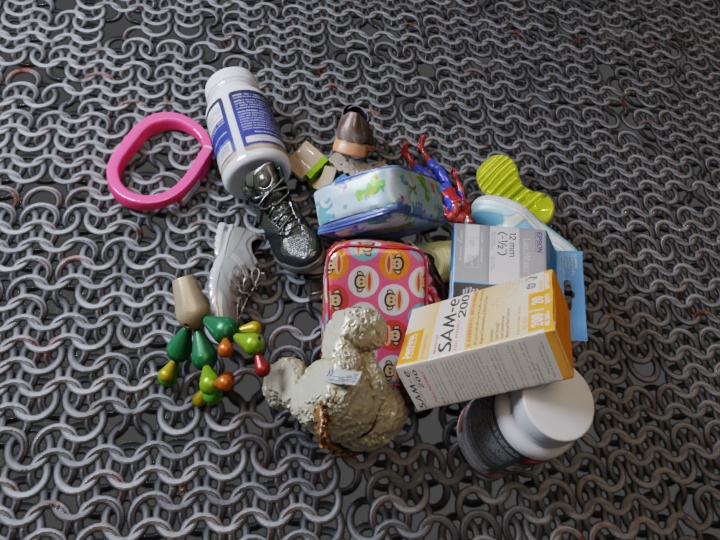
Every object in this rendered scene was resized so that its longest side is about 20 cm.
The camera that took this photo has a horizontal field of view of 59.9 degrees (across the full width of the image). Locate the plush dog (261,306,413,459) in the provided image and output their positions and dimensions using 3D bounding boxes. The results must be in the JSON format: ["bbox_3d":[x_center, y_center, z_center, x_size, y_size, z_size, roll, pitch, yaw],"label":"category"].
[{"bbox_3d":[-0.007,0.170,0.797,0.171,0.199,0.162,35,24,-38],"label":"plush dog"}]

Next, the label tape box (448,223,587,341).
[{"bbox_3d":[0.224,0.016,0.883,0.194,0.066,0.147,4,65,8],"label":"label tape box"}]

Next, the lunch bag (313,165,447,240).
[{"bbox_3d":[0.031,-0.093,0.943,0.157,0.199,0.085,-12,84,29],"label":"lunch bag"}]

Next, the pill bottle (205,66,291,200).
[{"bbox_3d":[-0.192,-0.230,1.034,0.113,0.116,0.204,-11,63,-18],"label":"pill bottle"}]

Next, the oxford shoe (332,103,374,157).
[{"bbox_3d":[-0.004,-0.241,1.056,0.069,0.075,0.201,11,18,-3],"label":"oxford shoe"}]

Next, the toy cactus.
[{"bbox_3d":[-0.199,0.088,0.814,0.101,0.198,0.169,-13,84,-46],"label":"toy cactus"}]

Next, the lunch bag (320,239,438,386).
[{"bbox_3d":[0.032,0.059,0.882,0.171,0.082,0.206,2,96,-6],"label":"lunch bag"}]

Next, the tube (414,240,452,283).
[{"bbox_3d":[0.188,-0.026,1.040,0.195,0.053,0.058,-12,35,-14],"label":"tube"}]

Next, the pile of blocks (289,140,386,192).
[{"bbox_3d":[-0.031,-0.150,1.055,0.195,0.062,0.084,16,69,12],"label":"pile of blocks"}]

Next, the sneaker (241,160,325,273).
[{"bbox_3d":[-0.121,-0.083,0.924,0.075,0.115,0.201,-29,49,-6],"label":"sneaker"}]

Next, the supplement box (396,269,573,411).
[{"bbox_3d":[0.152,0.085,0.766,0.075,0.196,0.127,60,27,-22],"label":"supplement box"}]

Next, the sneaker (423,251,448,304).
[{"bbox_3d":[0.115,0.058,0.958,0.095,0.078,0.204,-6,74,-56],"label":"sneaker"}]

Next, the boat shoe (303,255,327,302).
[{"bbox_3d":[0.000,0.000,0.976,0.197,0.071,0.062,-13,105,-31],"label":"boat shoe"}]

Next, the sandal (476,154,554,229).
[{"bbox_3d":[0.274,-0.125,1.102,0.079,0.087,0.202,-36,50,10],"label":"sandal"}]

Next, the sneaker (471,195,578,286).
[{"bbox_3d":[0.237,-0.024,0.973,0.198,0.080,0.131,35,63,13],"label":"sneaker"}]

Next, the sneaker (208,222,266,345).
[{"bbox_3d":[-0.179,0.015,0.918,0.080,0.075,0.204,3,59,-8],"label":"sneaker"}]

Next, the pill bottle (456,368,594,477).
[{"bbox_3d":[0.211,0.197,0.817,0.111,0.201,0.117,6,63,-11],"label":"pill bottle"}]

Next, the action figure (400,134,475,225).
[{"bbox_3d":[0.143,-0.152,1.103,0.064,0.052,0.202,-21,69,-26],"label":"action figure"}]

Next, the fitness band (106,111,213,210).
[{"bbox_3d":[-0.326,-0.180,1.024,0.141,0.038,0.203,23,57,2],"label":"fitness band"}]
